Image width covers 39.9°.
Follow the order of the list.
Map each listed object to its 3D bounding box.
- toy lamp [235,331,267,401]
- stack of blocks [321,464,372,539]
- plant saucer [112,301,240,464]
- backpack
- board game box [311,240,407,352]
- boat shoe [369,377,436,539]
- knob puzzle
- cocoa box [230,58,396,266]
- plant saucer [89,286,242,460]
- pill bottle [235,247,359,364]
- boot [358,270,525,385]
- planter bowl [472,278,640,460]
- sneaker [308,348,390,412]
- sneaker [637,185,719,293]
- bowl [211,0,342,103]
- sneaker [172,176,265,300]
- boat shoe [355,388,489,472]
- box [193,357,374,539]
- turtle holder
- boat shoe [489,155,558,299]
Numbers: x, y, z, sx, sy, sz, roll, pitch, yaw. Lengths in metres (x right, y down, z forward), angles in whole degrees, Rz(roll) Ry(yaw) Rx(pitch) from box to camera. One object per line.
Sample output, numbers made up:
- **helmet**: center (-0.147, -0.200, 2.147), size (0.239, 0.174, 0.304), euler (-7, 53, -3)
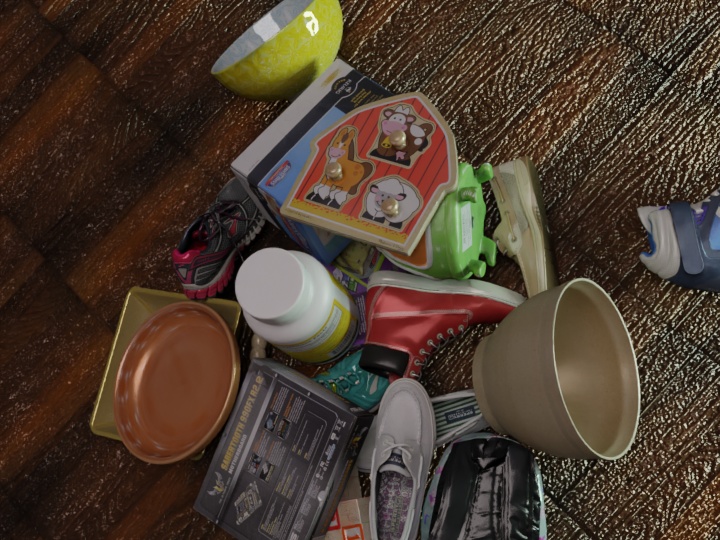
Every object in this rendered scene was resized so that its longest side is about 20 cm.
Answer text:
- **toy lamp**: center (-0.131, 0.087, 1.283), size (0.058, 0.058, 0.202), euler (-1, 75, 14)
- **stack of blocks**: center (-0.033, 0.294, 1.179), size (0.115, 0.058, 0.201), euler (-19, 72, 29)
- **plant saucer**: center (-0.221, 0.138, 1.214), size (0.199, 0.037, 0.202), euler (-14, 65, 31)
- **backpack**: center (0.135, 0.285, 1.122), size (0.166, 0.127, 0.202), euler (7, 81, -3)
- **board game box**: center (0.000, 0.000, 1.288), size (0.119, 0.032, 0.201), euler (-12, 72, 6)
- **boat shoe**: center (0.041, 0.221, 1.117), size (0.071, 0.069, 0.201), euler (11, 82, 10)
- **knob puzzle**: center (0.022, -0.129, 1.132), size (0.218, 0.030, 0.221), euler (-9, 59, 16)
- **cocoa box**: center (-0.035, -0.136, 1.256), size (0.131, 0.134, 0.200), euler (37, 78, 31)
- **plant saucer**: center (-0.242, 0.132, 1.285), size (0.199, 0.048, 0.201), euler (6, 77, 33)
- **pill bottle**: center (-0.075, 0.040, 1.175), size (0.110, 0.200, 0.112), euler (-4, 73, 13)
- **boot**: center (0.101, 0.084, 1.198), size (0.198, 0.073, 0.145), euler (5, 67, 3)
- **planter bowl**: center (0.213, 0.120, 1.130), size (0.134, 0.200, 0.202), euler (-15, 70, 38)
- **sneaker**: center (-0.038, 0.156, 1.228), size (0.199, 0.080, 0.078), euler (-32, 70, 3)
- **sneaker**: center (0.409, -0.077, 1.176), size (0.146, 0.081, 0.201), euler (18, 86, 14)
- **bowl**: center (-0.092, -0.288, 1.335), size (0.200, 0.200, 0.108), euler (-38, 112, 2)
- **sneaker**: center (-0.182, -0.056, 1.298), size (0.080, 0.075, 0.201), euler (-1, 46, 21)
- **boat shoe**: center (0.069, 0.185, 1.198), size (0.199, 0.067, 0.074), euler (-26, 70, 8)
- **box**: center (-0.092, 0.225, 1.157), size (0.158, 0.048, 0.201), euler (24, 95, 29)
- **turtle holder**: center (0.092, -0.069, 1.186), size (0.131, 0.142, 0.186), euler (0, 42, 18)
- **boat shoe**: center (0.200, -0.042, 1.230), size (0.065, 0.072, 0.201), euler (-15, 71, 21)
